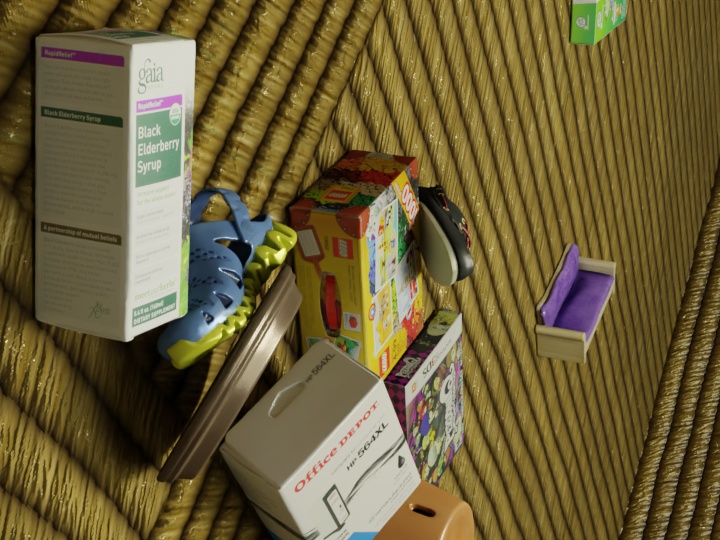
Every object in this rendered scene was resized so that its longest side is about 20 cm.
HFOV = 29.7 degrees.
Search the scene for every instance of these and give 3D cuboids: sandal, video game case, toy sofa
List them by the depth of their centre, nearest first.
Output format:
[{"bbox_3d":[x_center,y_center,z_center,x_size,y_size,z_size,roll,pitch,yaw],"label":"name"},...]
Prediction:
[{"bbox_3d":[-0.120,0.001,1.060,0.087,0.079,0.200,48,28,-16],"label":"sandal"},{"bbox_3d":[0.081,0.177,1.678,0.181,0.036,0.201,-46,140,-52],"label":"video game case"},{"bbox_3d":[0.354,0.050,2.218,0.200,0.082,0.098,-56,149,-44],"label":"toy sofa"}]

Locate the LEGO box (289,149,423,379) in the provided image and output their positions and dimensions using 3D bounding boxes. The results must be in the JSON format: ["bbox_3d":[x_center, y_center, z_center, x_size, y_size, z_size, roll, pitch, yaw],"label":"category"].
[{"bbox_3d":[0.000,0.000,1.363,0.149,0.077,0.201,-49,142,-53],"label":"LEGO box"}]

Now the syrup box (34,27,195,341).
[{"bbox_3d":[-0.169,-0.062,0.932,0.079,0.081,0.201,-26,124,-63],"label":"syrup box"}]

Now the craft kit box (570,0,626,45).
[{"bbox_3d":[0.379,-0.473,2.125,0.197,0.048,0.201,-38,133,-55],"label":"craft kit box"}]

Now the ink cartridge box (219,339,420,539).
[{"bbox_3d":[-0.033,0.186,1.297,0.146,0.084,0.200,-46,146,-19],"label":"ink cartridge box"}]

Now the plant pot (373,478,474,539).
[{"bbox_3d":[0.039,0.310,1.498,0.200,0.139,0.201,10,90,-68],"label":"plant pot"}]

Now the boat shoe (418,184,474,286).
[{"bbox_3d":[0.086,-0.043,1.433,0.201,0.063,0.074,-120,-155,-66],"label":"boat shoe"}]

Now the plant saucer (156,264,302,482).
[{"bbox_3d":[-0.101,0.086,1.087,0.201,0.029,0.200,-58,-176,7],"label":"plant saucer"}]
